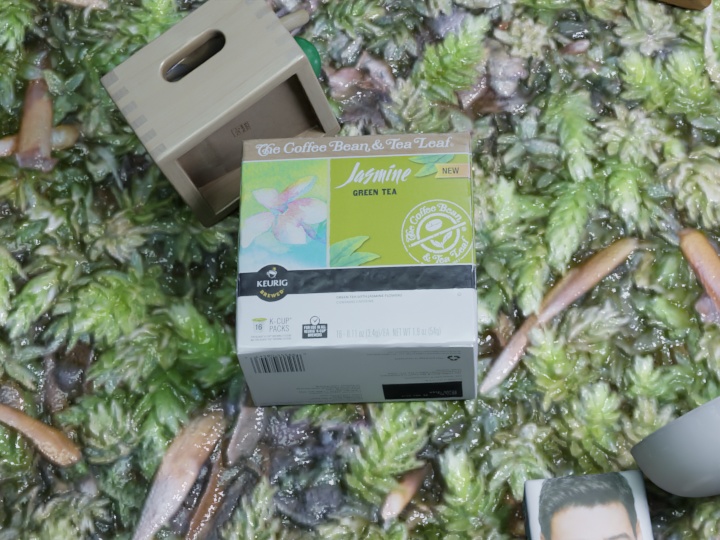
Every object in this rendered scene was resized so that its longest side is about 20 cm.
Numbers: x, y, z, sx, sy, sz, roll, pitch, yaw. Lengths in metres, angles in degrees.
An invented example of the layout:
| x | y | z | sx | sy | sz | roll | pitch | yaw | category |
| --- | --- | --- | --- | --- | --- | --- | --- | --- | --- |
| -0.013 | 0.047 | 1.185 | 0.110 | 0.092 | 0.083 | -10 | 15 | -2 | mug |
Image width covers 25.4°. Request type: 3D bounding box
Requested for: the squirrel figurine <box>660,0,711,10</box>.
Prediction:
| x | y | z | sx | sy | sz | roll | pitch | yaw | category |
| --- | --- | --- | --- | --- | --- | --- | --- | --- | --- |
| 0.276 | -0.372 | 1.509 | 0.198 | 0.142 | 0.188 | 11 | 61 | 6 | squirrel figurine |

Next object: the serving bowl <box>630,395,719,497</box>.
| x | y | z | sx | sy | sz | roll | pitch | yaw | category |
| --- | --- | --- | --- | --- | --- | --- | --- | --- | --- |
| 0.314 | 0.128 | 1.250 | 0.198 | 0.200 | 0.066 | -23 | 76 | -6 | serving bowl |

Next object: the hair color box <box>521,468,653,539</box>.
| x | y | z | sx | sy | sz | roll | pitch | yaw | category |
| --- | --- | --- | --- | --- | --- | --- | --- | --- | --- |
| 0.188 | 0.266 | 1.268 | 0.098 | 0.061 | 0.202 | -6 | 65 | 2 | hair color box |

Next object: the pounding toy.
| x | y | z | sx | sy | sz | roll | pitch | yaw | category |
| --- | --- | --- | --- | --- | --- | --- | --- | --- | --- |
| -0.111 | -0.169 | 1.433 | 0.199 | 0.184 | 0.143 | -36 | 68 | -3 | pounding toy |

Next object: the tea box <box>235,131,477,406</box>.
| x | y | z | sx | sy | sz | roll | pitch | yaw | category |
| --- | --- | --- | --- | --- | --- | --- | --- | --- | --- |
| 0.000 | 0.000 | 1.361 | 0.197 | 0.134 | 0.199 | -3 | 65 | 3 | tea box |
